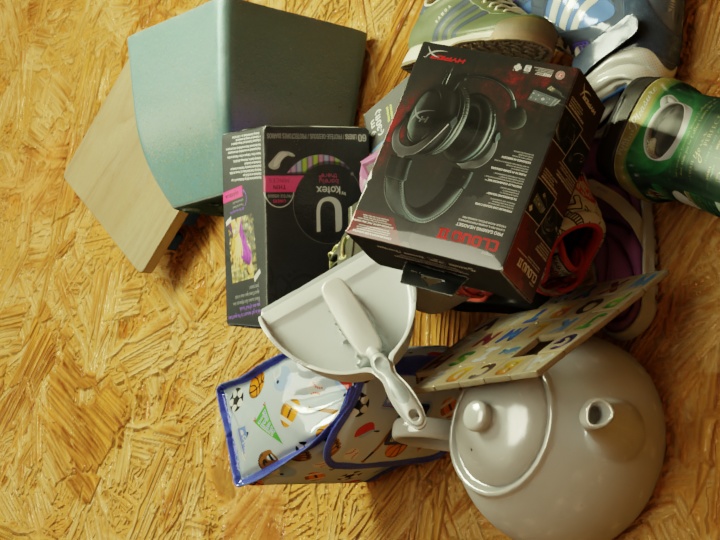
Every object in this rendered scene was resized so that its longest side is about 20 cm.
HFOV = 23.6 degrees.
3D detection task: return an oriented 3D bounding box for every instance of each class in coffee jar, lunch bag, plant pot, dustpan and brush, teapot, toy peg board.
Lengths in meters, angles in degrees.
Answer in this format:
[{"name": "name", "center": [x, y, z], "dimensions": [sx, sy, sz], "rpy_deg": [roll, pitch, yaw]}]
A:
[{"name": "coffee jar", "center": [0.282, -0.094, 1.384], "dimensions": [0.200, 0.085, 0.104], "rpy_deg": [24, 88, 53]}, {"name": "lunch bag", "center": [-0.005, 0.128, 1.590], "dimensions": [0.200, 0.170, 0.124], "rpy_deg": [-32, 65, 41]}, {"name": "plant pot", "center": [-0.126, -0.161, 1.871], "dimensions": [0.196, 0.196, 0.200], "rpy_deg": [-12, 74, 50]}, {"name": "dustpan and brush", "center": [0.007, 0.064, 1.446], "dimensions": [0.140, 0.057, 0.200], "rpy_deg": [-30, 60, -4]}, {"name": "teapot", "center": [0.141, 0.135, 1.425], "dimensions": [0.200, 0.146, 0.197], "rpy_deg": [-56, 39, 23]}, {"name": "toy peg board", "center": [-0.234, -0.130, 2.095], "dimensions": [0.199, 0.098, 0.200], "rpy_deg": [47, 115, 33]}]

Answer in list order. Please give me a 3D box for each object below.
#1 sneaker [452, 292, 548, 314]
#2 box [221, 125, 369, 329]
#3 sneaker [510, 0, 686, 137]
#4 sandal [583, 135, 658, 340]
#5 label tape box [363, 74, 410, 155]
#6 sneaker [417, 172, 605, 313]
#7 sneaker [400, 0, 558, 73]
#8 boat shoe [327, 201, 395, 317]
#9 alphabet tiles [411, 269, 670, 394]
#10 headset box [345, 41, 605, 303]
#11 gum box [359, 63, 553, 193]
[{"name": "sneaker", "center": [0.106, -0.019, 1.604], "dimensions": [0.201, 0.067, 0.108], "rpy_deg": [5, 78, 50]}, {"name": "box", "center": [-0.064, -0.043, 1.738], "dimensions": [0.106, 0.122, 0.200], "rpy_deg": [1, 93, 62]}, {"name": "sneaker", "center": [0.198, -0.191, 1.541], "dimensions": [0.200, 0.081, 0.147], "rpy_deg": [2, 73, 47]}, {"name": "sandal", "center": [0.212, -0.037, 1.483], "dimensions": [0.082, 0.050, 0.203], "rpy_deg": [-39, 47, 37]}, {"name": "label tape box", "center": [0.055, -0.108, 1.709], "dimensions": [0.200, 0.066, 0.143], "rpy_deg": [-37, 49, 36]}, {"name": "sneaker", "center": [0.123, -0.007, 1.471], "dimensions": [0.201, 0.067, 0.108], "rpy_deg": [-46, 46, 23]}, {"name": "sneaker", "center": [0.111, -0.232, 1.583], "dimensions": [0.200, 0.067, 0.090], "rpy_deg": [-4, 69, 56]}, {"name": "boat shoe", "center": [-0.001, -0.002, 1.589], "dimensions": [0.060, 0.072, 0.202], "rpy_deg": [-12, 34, 3]}, {"name": "alphabet tiles", "center": [0.136, 0.053, 1.423], "dimensions": [0.200, 0.167, 0.008], "rpy_deg": [-14, 107, 55]}, {"name": "headset box", "center": [0.091, -0.073, 1.401], "dimensions": [0.149, 0.077, 0.200], "rpy_deg": [15, 75, 31]}, {"name": "gum box", "center": [0.092, -0.109, 1.537], "dimensions": [0.200, 0.066, 0.114], "rpy_deg": [-27, 5, 2]}]
